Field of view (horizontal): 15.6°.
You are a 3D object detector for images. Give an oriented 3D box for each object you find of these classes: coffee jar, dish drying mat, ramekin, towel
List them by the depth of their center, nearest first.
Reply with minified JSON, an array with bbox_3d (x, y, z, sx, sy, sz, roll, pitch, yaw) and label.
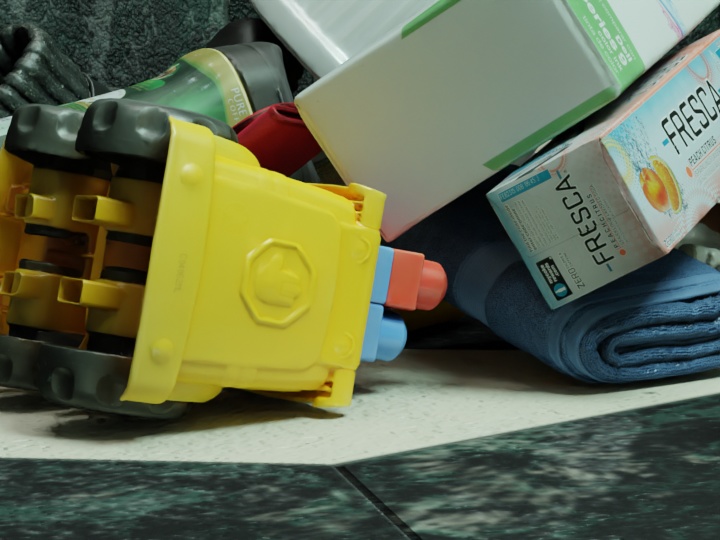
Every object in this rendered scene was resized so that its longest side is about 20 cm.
[{"bbox_3d":[0.093,0.004,1.285,0.112,0.049,0.200,-8,25,-31],"label":"towel"},{"bbox_3d":[-0.099,-0.021,1.323,0.200,0.018,0.077,-38,-18,21],"label":"dish drying mat"},{"bbox_3d":[-0.123,-0.052,1.405,0.200,0.104,0.085,-20,10,-22],"label":"coffee jar"},{"bbox_3d":[0.034,-0.132,1.503,0.202,0.094,0.202,41,11,-10],"label":"ramekin"}]

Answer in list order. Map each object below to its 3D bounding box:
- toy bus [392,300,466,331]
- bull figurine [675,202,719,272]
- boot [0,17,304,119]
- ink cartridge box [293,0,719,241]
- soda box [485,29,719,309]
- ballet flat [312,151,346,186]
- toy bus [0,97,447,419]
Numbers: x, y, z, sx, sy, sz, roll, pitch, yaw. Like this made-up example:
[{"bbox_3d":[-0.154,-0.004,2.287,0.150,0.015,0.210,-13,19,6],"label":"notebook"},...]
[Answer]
[{"bbox_3d":[0.000,0.000,1.402,0.078,0.065,0.200,3,9,35],"label":"toy bus"},{"bbox_3d":[0.161,-0.005,1.409,0.121,0.065,0.200,-10,10,-41],"label":"bull figurine"},{"bbox_3d":[-0.138,-0.097,1.486,0.158,0.211,0.079,43,-19,-26],"label":"boot"},{"bbox_3d":[0.077,-0.108,1.290,0.145,0.088,0.200,-32,5,27],"label":"ink cartridge box"},{"bbox_3d":[0.135,-0.053,1.247,0.068,0.064,0.200,-27,5,30],"label":"soda box"},{"bbox_3d":[-0.058,-0.044,1.547,0.200,0.071,0.071,-20,-6,38],"label":"ballet flat"},{"bbox_3d":[-0.068,0.002,1.215,0.192,0.136,0.200,9,-2,-31],"label":"toy bus"}]
